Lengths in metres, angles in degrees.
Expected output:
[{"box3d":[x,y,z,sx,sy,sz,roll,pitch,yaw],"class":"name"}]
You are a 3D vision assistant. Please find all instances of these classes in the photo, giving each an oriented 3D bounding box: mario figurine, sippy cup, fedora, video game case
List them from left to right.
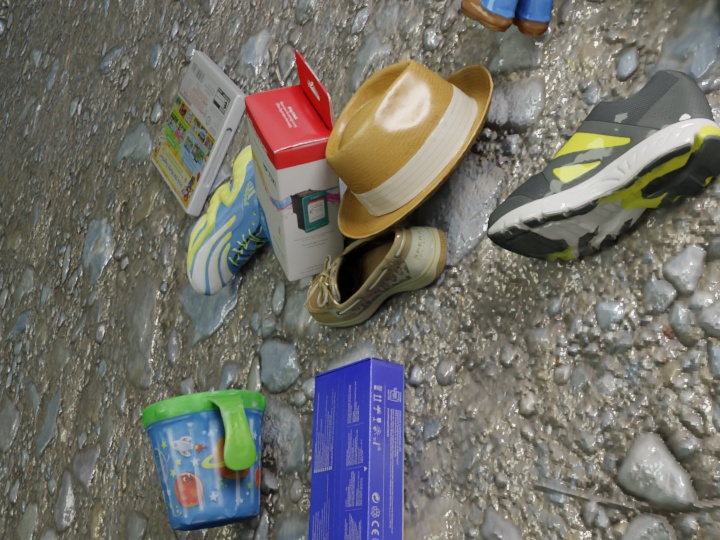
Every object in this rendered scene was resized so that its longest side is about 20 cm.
[{"box3d":[-0.235,-0.200,1.409,0.184,0.023,0.200,-63,36,16],"class":"video game case"},{"box3d":[-0.163,0.208,1.061,0.137,0.178,0.132,-11,74,6],"class":"sippy cup"},{"box3d":[0.029,-0.126,0.895,0.200,0.082,0.202,-41,25,24],"class":"fedora"},{"box3d":[0.145,-0.305,0.811,0.105,0.123,0.202,28,119,19],"class":"mario figurine"}]

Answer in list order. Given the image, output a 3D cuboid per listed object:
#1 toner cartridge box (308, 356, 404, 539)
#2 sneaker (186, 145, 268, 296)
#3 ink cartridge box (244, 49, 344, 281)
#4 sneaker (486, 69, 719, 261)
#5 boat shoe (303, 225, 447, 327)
[{"box3d":[-0.004,0.190,0.903,0.095,0.043,0.203,-24,58,50],"class":"toner cartridge box"},{"box3d":[-0.142,-0.050,1.168,0.105,0.075,0.202,37,107,53],"class":"sneaker"},{"box3d":[-0.068,-0.107,1.005,0.117,0.066,0.202,-122,22,-48],"class":"ink cartridge box"},{"box3d":[0.178,-0.074,0.730,0.199,0.074,0.086,-27,50,37],"class":"sneaker"},{"box3d":[0.000,0.000,0.953,0.199,0.062,0.074,-31,53,46],"class":"boat shoe"}]
